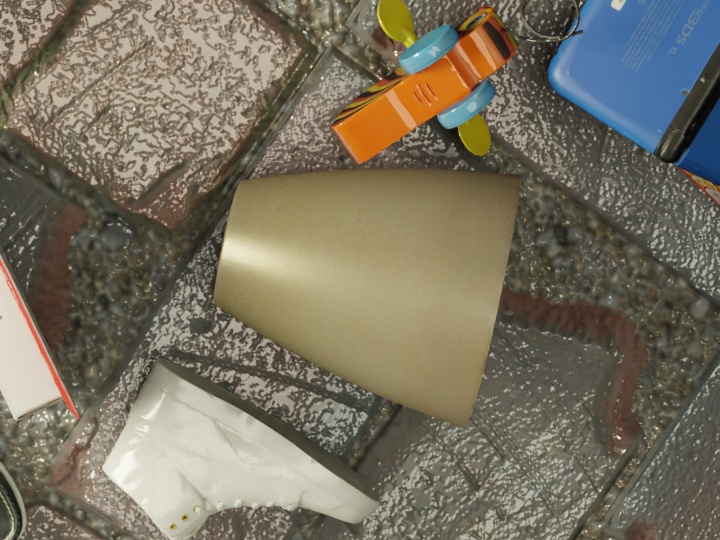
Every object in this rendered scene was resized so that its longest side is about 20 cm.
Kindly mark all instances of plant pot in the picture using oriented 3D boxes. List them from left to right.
[{"bbox_3d":[0.000,0.000,1.534,0.199,0.187,0.189,13,96,0],"label":"plant pot"}]

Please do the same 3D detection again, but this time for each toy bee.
[{"bbox_3d":[0.077,-0.149,1.565,0.199,0.109,0.132,-9,110,14],"label":"toy bee"}]

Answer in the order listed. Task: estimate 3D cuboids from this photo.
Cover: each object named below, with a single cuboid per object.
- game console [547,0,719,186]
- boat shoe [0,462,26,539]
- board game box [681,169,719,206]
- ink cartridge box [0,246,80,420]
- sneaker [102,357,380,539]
[{"bbox_3d":[0.266,-0.179,1.570,0.170,0.118,0.201,34,102,16],"label":"game console"},{"bbox_3d":[-0.320,0.136,1.531,0.200,0.060,0.076,43,88,-15],"label":"boat shoe"},{"bbox_3d":[0.303,-0.132,1.633,0.200,0.046,0.152,42,88,-15],"label":"board game box"},{"bbox_3d":[-0.261,0.007,1.465,0.044,0.176,0.201,-25,103,-7],"label":"ink cartridge box"},{"bbox_3d":[-0.093,0.163,1.584,0.199,0.074,0.116,30,93,-5],"label":"sneaker"}]
